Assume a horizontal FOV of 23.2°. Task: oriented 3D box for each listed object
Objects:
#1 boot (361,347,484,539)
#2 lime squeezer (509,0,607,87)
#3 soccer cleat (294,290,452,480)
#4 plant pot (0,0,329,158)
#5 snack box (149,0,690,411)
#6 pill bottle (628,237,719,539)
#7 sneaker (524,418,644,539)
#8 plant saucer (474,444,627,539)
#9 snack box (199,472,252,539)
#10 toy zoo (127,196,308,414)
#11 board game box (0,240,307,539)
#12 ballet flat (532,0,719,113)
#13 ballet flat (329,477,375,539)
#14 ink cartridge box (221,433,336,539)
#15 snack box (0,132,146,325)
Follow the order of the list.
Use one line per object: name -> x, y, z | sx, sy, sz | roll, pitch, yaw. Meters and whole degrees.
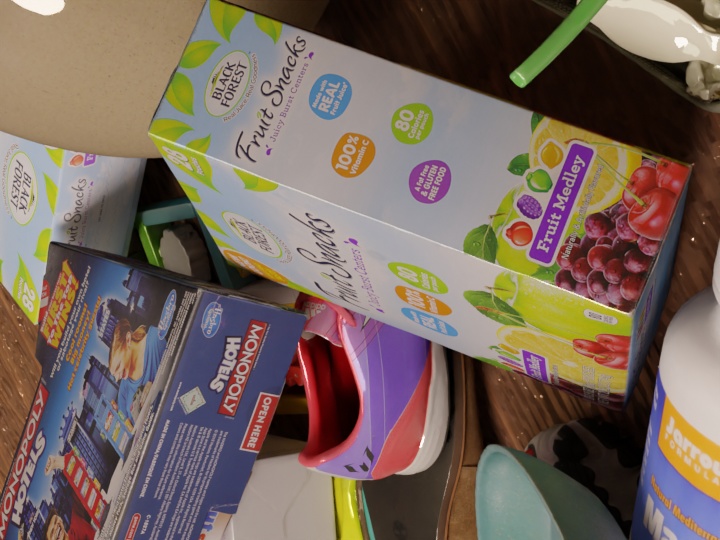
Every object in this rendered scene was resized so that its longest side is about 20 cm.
boot -> 0.048, 0.119, 0.905 | 0.073, 0.075, 0.203 | 5, 97, 55
lime squeezer -> 0.104, -0.160, 0.661 | 0.038, 0.070, 0.203 | -10, 68, 60
soccer cleat -> 0.000, 0.000, 0.845 | 0.068, 0.073, 0.203 | -2, 91, 50
plant pot -> -0.089, -0.132, 0.829 | 0.134, 0.201, 0.201 | 30, 138, -7
snack box -> 0.028, -0.021, 0.725 | 0.198, 0.068, 0.169 | 22, 167, 14
pill bottle -> 0.170, 0.072, 0.706 | 0.111, 0.112, 0.202 | 27, 130, 33
sneaker -> 0.134, 0.168, 0.837 | 0.202, 0.076, 0.085 | 64, 146, 14
plant saucer -> 0.097, 0.168, 0.746 | 0.200, 0.036, 0.203 | 166, 90, -81
snack box -> -0.114, 0.079, 0.962 | 0.072, 0.024, 0.200 | -64, 33, 19
toy zoo -> -0.067, 0.019, 0.995 | 0.199, 0.020, 0.133 | -6, 107, 48
board game box -> -0.122, 0.072, 0.896 | 0.200, 0.061, 0.202 | 41, 113, 58
ballet flat -> 0.094, -0.127, 0.712 | 0.199, 0.063, 0.068 | 34, 133, 29
ballet flat -> 0.016, 0.183, 0.974 | 0.067, 0.066, 0.203 | 11, 114, 56
ink cartridge box -> -0.090, 0.152, 1.011 | 0.199, 0.067, 0.117 | 2, 97, 59
snack box -> -0.206, -0.099, 1.026 | 0.200, 0.067, 0.170 | 45, 138, 28
